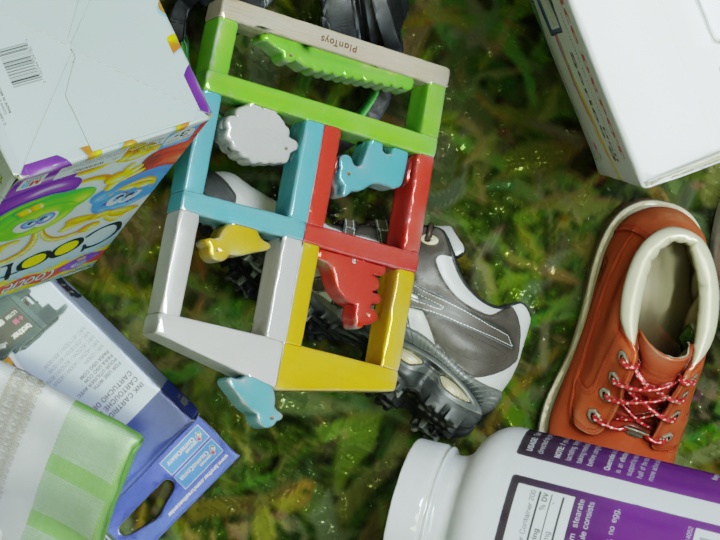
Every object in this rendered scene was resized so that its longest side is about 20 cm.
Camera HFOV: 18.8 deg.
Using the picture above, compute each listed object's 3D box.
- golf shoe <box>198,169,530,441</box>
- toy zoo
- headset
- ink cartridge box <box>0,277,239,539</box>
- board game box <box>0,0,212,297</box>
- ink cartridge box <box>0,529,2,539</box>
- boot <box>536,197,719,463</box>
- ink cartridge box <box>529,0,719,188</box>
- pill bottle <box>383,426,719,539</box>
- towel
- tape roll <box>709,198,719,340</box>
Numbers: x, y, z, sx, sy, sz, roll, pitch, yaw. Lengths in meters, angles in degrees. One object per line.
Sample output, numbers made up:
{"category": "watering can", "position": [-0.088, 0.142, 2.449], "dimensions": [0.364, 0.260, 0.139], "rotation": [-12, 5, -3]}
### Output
{"category": "golf shoe", "position": [0.000, 0.000, 1.155], "dimensions": [0.200, 0.078, 0.095], "rotation": [39, 75, -6]}
{"category": "toy zoo", "position": [-0.032, -0.021, 1.077], "dimensions": [0.131, 0.020, 0.200], "rotation": [14, 79, -25]}
{"category": "headset", "position": [-0.032, -0.148, 1.123], "dimensions": [0.123, 0.094, 0.200], "rotation": [12, 105, -3]}
{"category": "ink cartridge box", "position": [-0.175, 0.073, 1.165], "dimensions": [0.200, 0.042, 0.119], "rotation": [45, 92, -6]}
{"category": "board game box", "position": [-0.165, -0.065, 1.052], "dimensions": [0.103, 0.200, 0.105], "rotation": [-20, 79, -29]}
{"category": "ink cartridge box", "position": [-0.273, 0.121, 1.102], "dimensions": [0.200, 0.068, 0.117], "rotation": [-29, 102, 23]}
{"category": "boot", "position": [0.141, 0.064, 1.139], "dimensions": [0.075, 0.107, 0.200], "rotation": [9, 96, -5]}
{"category": "ink cartridge box", "position": [0.139, -0.124, 1.076], "dimensions": [0.087, 0.200, 0.145], "rotation": [-23, 95, 1]}
{"category": "pill bottle", "position": [0.116, 0.144, 1.087], "dimensions": [0.200, 0.112, 0.113], "rotation": [13, 94, 13]}
{"category": "towel", "position": [-0.225, 0.104, 1.132], "dimensions": [0.200, 0.031, 0.149], "rotation": [24, 116, 6]}
{"category": "tape roll", "position": [0.288, -0.005, 1.171], "dimensions": [0.203, 0.037, 0.203], "rotation": [0, 94, -2]}
